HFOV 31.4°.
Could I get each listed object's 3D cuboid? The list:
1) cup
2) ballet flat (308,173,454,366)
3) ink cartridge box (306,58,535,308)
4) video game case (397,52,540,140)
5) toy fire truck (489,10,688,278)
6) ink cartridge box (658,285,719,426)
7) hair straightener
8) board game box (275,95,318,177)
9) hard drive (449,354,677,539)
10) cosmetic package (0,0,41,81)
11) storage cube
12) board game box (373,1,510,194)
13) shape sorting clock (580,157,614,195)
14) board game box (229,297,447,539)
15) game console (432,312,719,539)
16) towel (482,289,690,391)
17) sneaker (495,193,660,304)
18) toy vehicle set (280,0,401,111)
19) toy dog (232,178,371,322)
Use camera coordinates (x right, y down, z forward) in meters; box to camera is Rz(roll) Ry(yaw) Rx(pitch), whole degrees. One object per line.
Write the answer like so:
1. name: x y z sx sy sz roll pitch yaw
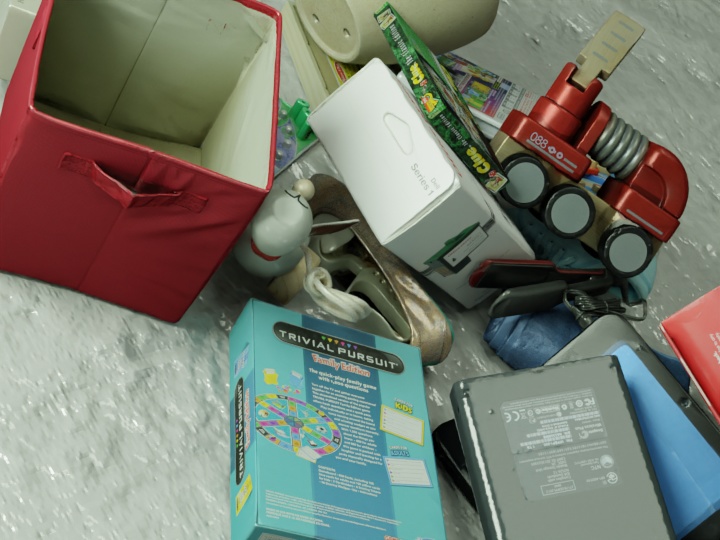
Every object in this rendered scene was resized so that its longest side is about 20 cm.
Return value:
1. cup: 0.017 -0.284 1.257 0.142 0.201 0.201 -35 72 -24
2. ballet flat: 0.000 0.000 1.069 0.067 0.068 0.200 -23 64 -40
3. ink cartridge box: 0.055 -0.070 1.096 0.147 0.084 0.200 59 13 28
4. video game case: 0.133 -0.173 1.324 0.180 0.023 0.200 27 22 3
5. toy fire truck: 0.225 -0.124 1.161 0.175 0.201 0.129 32 9 -9
6. ink cartridge box: 0.321 0.081 1.112 0.117 0.067 0.200 60 13 13
7. hair straightener: 0.186 0.031 1.129 0.198 0.041 0.078 5 46 -40
8. board game box: -0.147 -0.154 1.148 0.199 0.026 0.200 39 38 4
9. hard drive: 0.156 0.170 0.963 0.137 0.033 0.203 -8 62 -10
10. cosmetic package: -0.201 -0.188 1.063 0.197 0.073 0.105 16 41 -25
11. storage cube: -0.170 -0.096 0.925 0.169 0.180 0.202 17 51 -21
12. board game box: 0.069 -0.156 1.132 0.105 0.023 0.201 41 17 -33
13. shape sorting clock: 0.234 -0.096 1.323 0.197 0.040 0.201 19 20 -7
14. board game box: -0.019 0.127 0.932 0.149 0.047 0.202 18 41 -22
15. game console: 0.185 0.155 1.003 0.175 0.117 0.201 -14 58 -46
16. towel: 0.208 0.080 1.156 0.199 0.049 0.112 34 38 -3
17. sneaker: 0.200 -0.019 1.238 0.197 0.074 0.083 14 63 -8
18. toy vehicle set: -0.001 -0.187 1.294 0.123 0.027 0.202 6 46 -33
19. toy dog: -0.053 -0.041 0.978 0.132 0.199 0.097 40 76 -25
